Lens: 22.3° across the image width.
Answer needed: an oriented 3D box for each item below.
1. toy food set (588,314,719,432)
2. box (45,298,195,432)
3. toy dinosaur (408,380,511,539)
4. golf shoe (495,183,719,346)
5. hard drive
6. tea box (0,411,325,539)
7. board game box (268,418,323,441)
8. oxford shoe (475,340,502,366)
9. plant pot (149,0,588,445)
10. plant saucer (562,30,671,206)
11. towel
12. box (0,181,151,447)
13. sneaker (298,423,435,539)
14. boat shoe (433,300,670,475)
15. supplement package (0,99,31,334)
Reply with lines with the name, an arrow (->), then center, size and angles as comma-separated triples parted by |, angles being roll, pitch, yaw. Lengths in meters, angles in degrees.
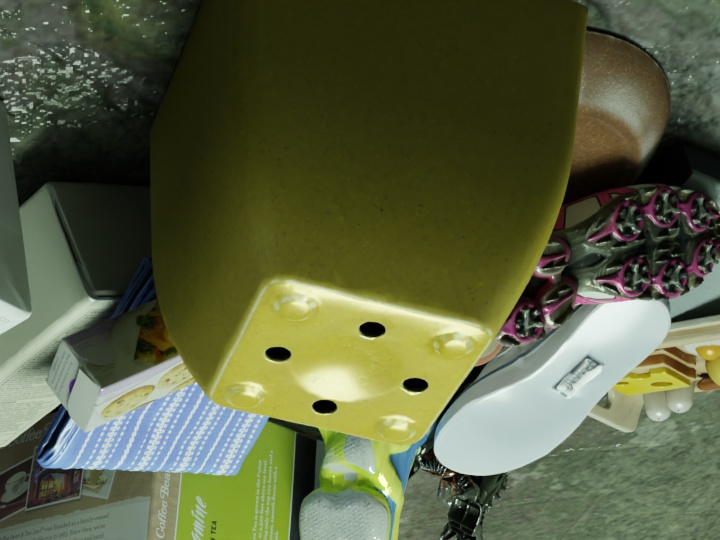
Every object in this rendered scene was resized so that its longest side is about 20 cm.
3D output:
toy food set -> 0.251, 0.085, 1.318 | 0.199, 0.061, 0.143 | -12, 157, 33
box -> -0.081, 0.030, 1.009 | 0.199, 0.039, 0.042 | -23, 154, -41
toy dinosaur -> 0.079, 0.121, 1.338 | 0.102, 0.136, 0.201 | 23, 142, 29
golf shoe -> 0.131, -0.011, 1.117 | 0.199, 0.073, 0.092 | -15, -167, -26
hard drive -> 0.235, -0.013, 1.238 | 0.199, 0.033, 0.139 | 17, 137, -37
tea box -> -0.138, 0.181, 1.271 | 0.199, 0.134, 0.196 | -18, 148, 40
board game box -> -0.057, 0.075, 1.272 | 0.134, 0.034, 0.200 | -28, 145, 22
oxford shoe -> 0.000, 0.000, 1.146 | 0.200, 0.074, 0.071 | 34, 85, -28
plant pot -> -0.005, -0.029, 0.943 | 0.194, 0.201, 0.195 | 14, 141, -14
plant saucer -> 0.095, -0.067, 1.106 | 0.199, 0.037, 0.201 | -9, 148, -6
towel -> -0.096, 0.063, 1.093 | 0.145, 0.024, 0.200 | -58, 150, 11
box -> -0.201, 0.032, 1.097 | 0.200, 0.078, 0.095 | -36, 159, 31
sneaker -> 0.018, 0.131, 1.223 | 0.075, 0.201, 0.105 | 13, -165, 40
boat shoe -> 0.127, 0.062, 1.213 | 0.073, 0.066, 0.200 | 39, 119, -24
supplement package -> -0.310, -0.023, 0.931 | 0.199, 0.148, 0.191 | -29, 144, 23
